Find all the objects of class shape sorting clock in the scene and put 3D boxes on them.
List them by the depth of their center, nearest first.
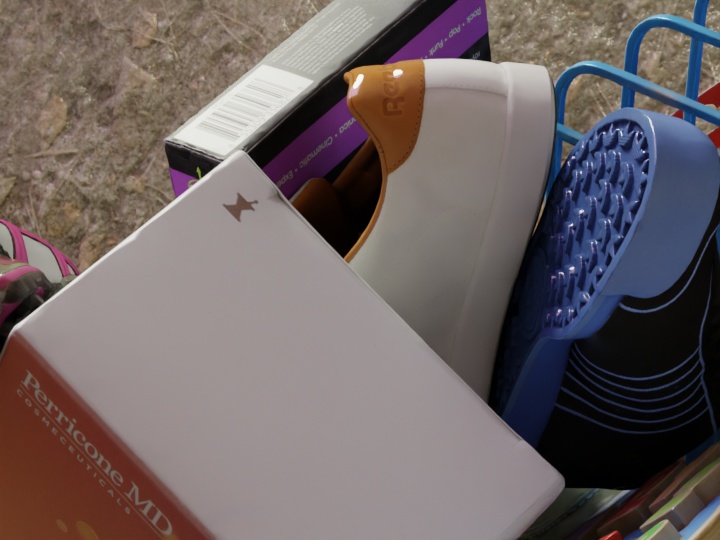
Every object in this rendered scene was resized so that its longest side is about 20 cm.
[{"bbox_3d":[0.046,0.117,0.820,0.199,0.039,0.200,-35,-4,-3],"label":"shape sorting clock"}]

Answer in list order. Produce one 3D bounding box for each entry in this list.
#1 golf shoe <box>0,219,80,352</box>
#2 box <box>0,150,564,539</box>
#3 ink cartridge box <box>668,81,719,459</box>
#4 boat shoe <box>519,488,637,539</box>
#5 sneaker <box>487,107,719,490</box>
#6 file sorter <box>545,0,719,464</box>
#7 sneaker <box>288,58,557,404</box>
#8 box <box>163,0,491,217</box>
[{"bbox_3d":[-0.140,0.005,0.880,0.073,0.092,0.200,-48,-8,-6],"label":"golf shoe"},{"bbox_3d":[-0.050,0.086,0.875,0.106,0.152,0.200,-39,-10,-33],"label":"box"},{"bbox_3d":[0.157,0.005,1.157,0.162,0.050,0.201,-33,-33,-27],"label":"ink cartridge box"},{"bbox_3d":[0.071,0.104,1.054,0.072,0.062,0.200,-34,-3,-15],"label":"boat shoe"},{"bbox_3d":[0.093,0.014,0.852,0.077,0.071,0.200,8,-28,-9],"label":"sneaker"},{"bbox_3d":[0.147,-0.026,1.004,0.200,0.122,0.140,-33,-44,-39],"label":"file sorter"},{"bbox_3d":[0.005,0.014,0.897,0.073,0.084,0.201,-99,18,-58],"label":"sneaker"},{"bbox_3d":[0.000,0.000,0.959,0.143,0.036,0.201,-42,-42,-36],"label":"box"}]
